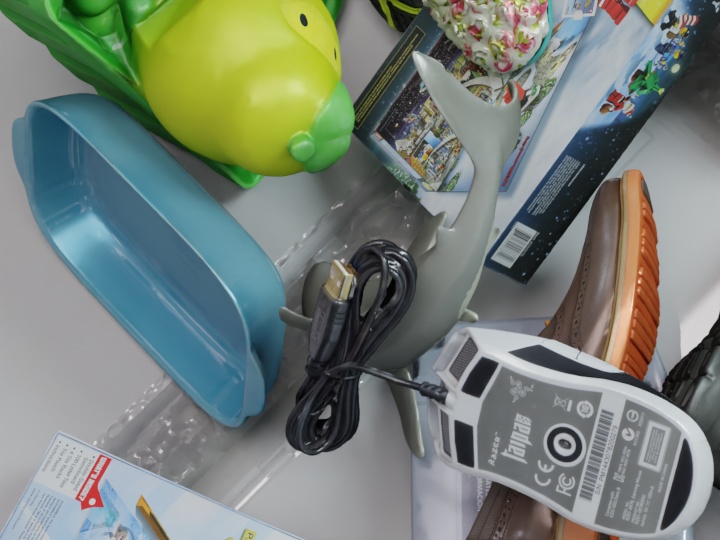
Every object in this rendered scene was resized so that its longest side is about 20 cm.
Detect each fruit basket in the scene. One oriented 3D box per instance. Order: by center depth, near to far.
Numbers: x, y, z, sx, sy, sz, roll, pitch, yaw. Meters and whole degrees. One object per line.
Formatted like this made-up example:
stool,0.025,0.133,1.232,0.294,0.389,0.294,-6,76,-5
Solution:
fruit basket,-0.071,-0.126,1.441,0.216,0.216,0.156,18,75,18

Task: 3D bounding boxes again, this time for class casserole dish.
casserole dish,-0.098,-0.011,1.460,0.039,0.121,0.200,-33,62,-26

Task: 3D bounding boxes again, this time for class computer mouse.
computer mouse,0.067,0.062,1.329,0.200,0.044,0.110,21,111,18

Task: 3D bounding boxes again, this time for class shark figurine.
shark figurine,0.009,0.003,1.377,0.089,0.214,0.128,5,59,-25

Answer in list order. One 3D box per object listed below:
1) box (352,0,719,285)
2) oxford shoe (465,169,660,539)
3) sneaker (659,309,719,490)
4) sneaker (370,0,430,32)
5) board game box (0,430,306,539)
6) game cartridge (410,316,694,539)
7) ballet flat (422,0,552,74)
box,0.091,-0.112,1.438,0.200,0.038,0.137,-54,44,12
oxford shoe,0.094,0.044,1.384,0.073,0.071,0.200,7,71,18
sneaker,0.211,0.029,1.408,0.091,0.076,0.200,35,69,-5
sneaker,0.013,-0.211,1.546,0.076,0.075,0.200,-20,67,-19
board game box,-0.106,0.200,1.399,0.199,0.041,0.200,22,75,28
game cartridge,0.091,0.119,1.411,0.133,0.041,0.200,-5,68,13
ballet flat,0.039,-0.182,1.446,0.076,0.064,0.200,-39,49,32
